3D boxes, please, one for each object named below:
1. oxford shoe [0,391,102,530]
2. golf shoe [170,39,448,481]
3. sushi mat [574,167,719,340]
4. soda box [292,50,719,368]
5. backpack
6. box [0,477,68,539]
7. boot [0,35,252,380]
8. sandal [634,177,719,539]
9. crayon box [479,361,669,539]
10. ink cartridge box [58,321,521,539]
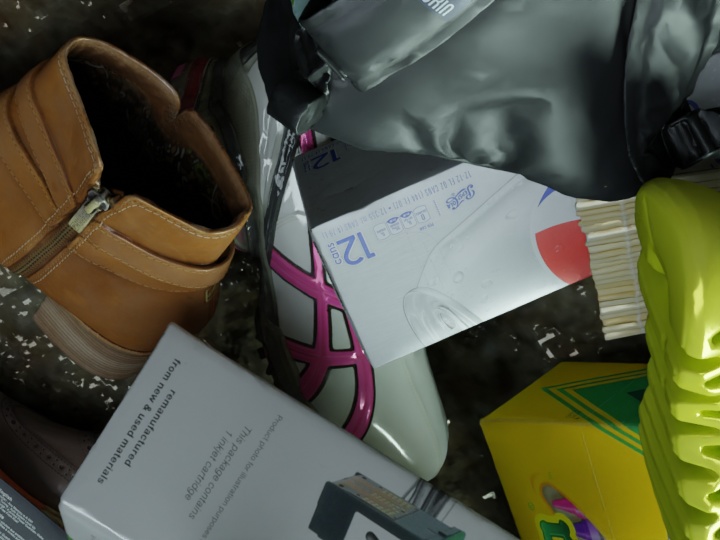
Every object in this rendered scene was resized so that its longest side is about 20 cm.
[{"bbox_3d":[-0.096,0.090,1.198,0.199,0.071,0.073,33,90,0],"label":"oxford shoe"},{"bbox_3d":[0.000,0.000,1.105,0.092,0.073,0.201,-15,116,19],"label":"golf shoe"},{"bbox_3d":[0.177,-0.015,0.983,0.199,0.012,0.096,-8,145,10],"label":"sushi mat"},{"bbox_3d":[0.079,-0.041,1.029,0.199,0.068,0.064,-23,115,3],"label":"soda box"},{"bbox_3d":[0.061,-0.134,0.900,0.166,0.127,0.201,7,123,-25],"label":"backpack"},{"bbox_3d":[-0.180,0.126,1.196,0.200,0.049,0.161,41,153,-11],"label":"box"},{"bbox_3d":[-0.133,-0.046,1.057,0.200,0.077,0.155,44,153,1],"label":"boot"},{"bbox_3d":[0.140,0.043,0.954,0.087,0.080,0.201,-12,142,-6],"label":"sandal"},{"bbox_3d":[0.153,0.137,1.104,0.172,0.058,0.201,-1,115,46],"label":"crayon box"},{"bbox_3d":[-0.009,0.118,1.073,0.199,0.085,0.146,31,167,3],"label":"ink cartridge box"}]
